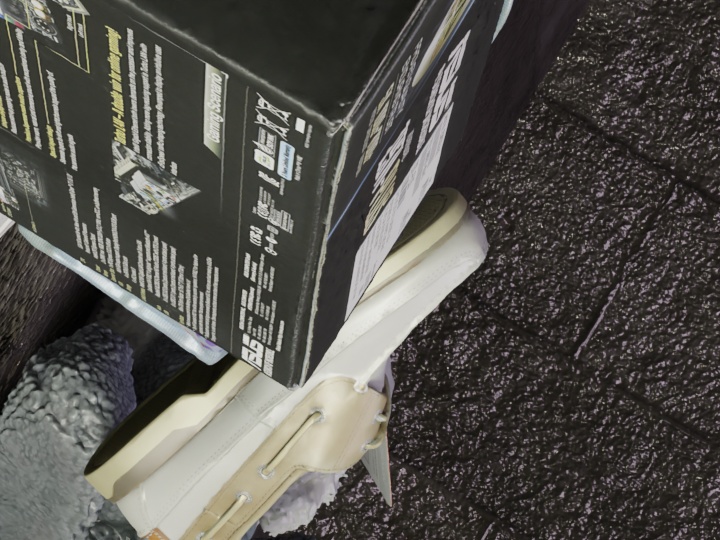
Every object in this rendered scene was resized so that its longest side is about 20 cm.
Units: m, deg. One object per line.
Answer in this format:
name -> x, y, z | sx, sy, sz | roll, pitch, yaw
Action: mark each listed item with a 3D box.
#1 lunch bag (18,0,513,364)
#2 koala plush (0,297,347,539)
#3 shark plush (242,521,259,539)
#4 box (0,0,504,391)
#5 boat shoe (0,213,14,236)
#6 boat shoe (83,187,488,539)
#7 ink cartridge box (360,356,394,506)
lunch bag -> -0.023, -0.091, 0.959 | 0.200, 0.127, 0.170 | -59, -178, -38
koala plush -> -0.093, 0.092, 1.170 | 0.184, 0.177, 0.200 | -37, -168, 40
shark plush -> -0.090, 0.100, 1.288 | 0.083, 0.091, 0.200 | 59, 30, -55
box -> -0.056, -0.071, 0.548 | 0.086, 0.164, 0.200 | -58, 174, -16
boat shoe -> -0.117, -0.048, 0.680 | 0.200, 0.072, 0.069 | -49, 173, -9
boat shoe -> -0.019, 0.044, 0.995 | 0.200, 0.068, 0.075 | -38, -168, 23
ink cartridge box -> 0.000, 0.000, 1.228 | 0.200, 0.057, 0.163 | -134, -145, -59
